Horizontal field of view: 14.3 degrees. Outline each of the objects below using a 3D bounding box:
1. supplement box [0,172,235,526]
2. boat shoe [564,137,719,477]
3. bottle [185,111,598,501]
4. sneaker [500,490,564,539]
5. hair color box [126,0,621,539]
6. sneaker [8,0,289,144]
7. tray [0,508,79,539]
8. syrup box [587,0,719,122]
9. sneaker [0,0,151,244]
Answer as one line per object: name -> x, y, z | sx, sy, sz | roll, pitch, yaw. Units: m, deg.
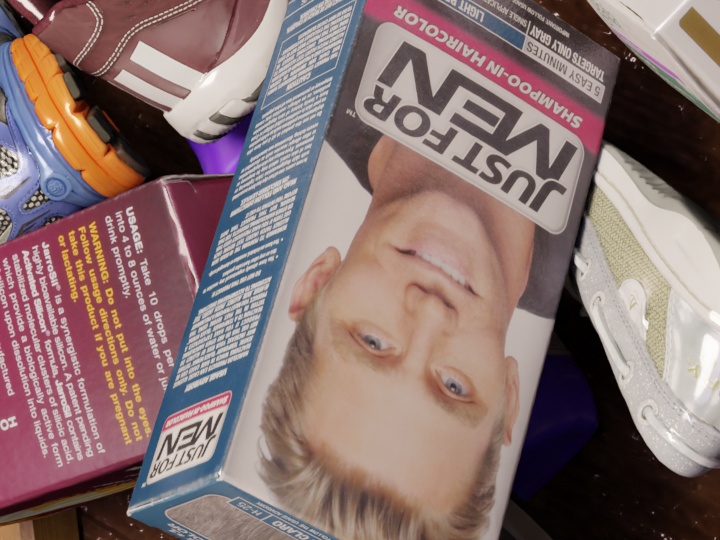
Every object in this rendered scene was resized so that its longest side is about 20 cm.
supplement box -> -0.089, 0.032, 0.993 | 0.200, 0.110, 0.086 | -20, 83, 38
boat shoe -> 0.094, 0.009, 0.920 | 0.074, 0.202, 0.065 | 34, 97, -18
bottle -> 0.000, 0.000, 1.033 | 0.084, 0.065, 0.200 | -46, 67, 21
sneaker -> 0.039, 0.162, 0.937 | 0.084, 0.121, 0.200 | -31, 92, 29
hair color box -> 0.008, 0.002, 0.895 | 0.060, 0.100, 0.201 | -24, 44, 53
sneaker -> -0.078, -0.148, 1.021 | 0.076, 0.115, 0.201 | -43, 34, 43
tray -> -0.159, 0.105, 1.126 | 0.098, 0.037, 0.201 | -11, 80, 27
syrup box -> 0.167, -0.134, 0.912 | 0.200, 0.081, 0.079 | -48, 28, 4
sneaker -> -0.146, -0.057, 1.062 | 0.078, 0.075, 0.200 | -38, 23, -5
